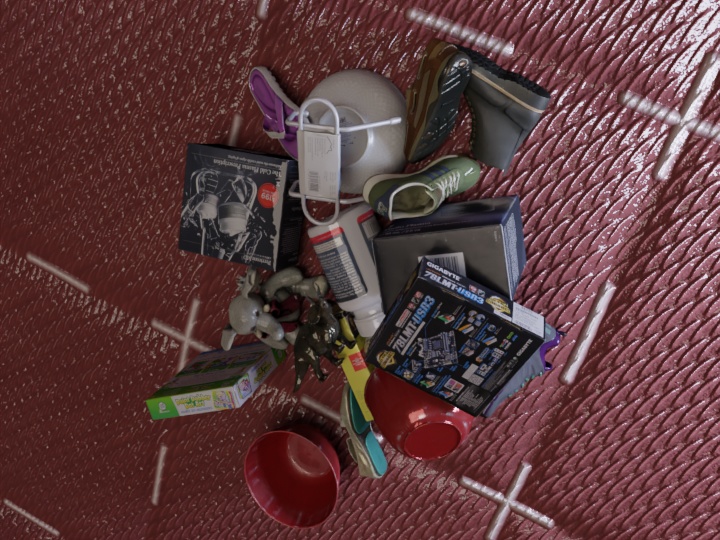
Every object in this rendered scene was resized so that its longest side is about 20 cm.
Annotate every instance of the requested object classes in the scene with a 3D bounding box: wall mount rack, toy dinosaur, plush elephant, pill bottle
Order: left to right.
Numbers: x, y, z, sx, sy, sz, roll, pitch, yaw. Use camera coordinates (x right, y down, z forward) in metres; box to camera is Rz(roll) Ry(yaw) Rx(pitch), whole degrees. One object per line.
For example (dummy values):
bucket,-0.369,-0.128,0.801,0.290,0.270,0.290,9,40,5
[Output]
plush elephant,-0.167,0.074,1.217,0.195,0.155,0.169,24,113,11
toy dinosaur,-0.072,0.122,1.174,0.102,0.076,0.203,42,125,18
wall mount rack,-0.028,-0.170,1.042,0.168,0.075,0.205,8,122,11
pill bottle,0.000,0.000,1.152,0.117,0.119,0.205,-19,99,24

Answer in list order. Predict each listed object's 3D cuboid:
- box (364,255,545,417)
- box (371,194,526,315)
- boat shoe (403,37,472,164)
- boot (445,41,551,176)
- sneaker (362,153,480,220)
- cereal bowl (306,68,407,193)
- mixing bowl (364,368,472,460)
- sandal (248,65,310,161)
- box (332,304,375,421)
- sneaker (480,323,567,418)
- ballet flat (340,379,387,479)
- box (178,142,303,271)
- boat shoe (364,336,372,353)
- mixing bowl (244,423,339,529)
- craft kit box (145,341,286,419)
box,0.129,0.100,0.970,0.194,0.050,0.202,26,132,-3
box,0.141,-0.029,1.044,0.194,0.198,0.127,-5,105,21
boat shoe,0.104,-0.254,1.024,0.074,0.074,0.202,50,144,23
boot,0.170,-0.247,1.040,0.197,0.077,0.141,34,124,14
sneaker,0.106,-0.118,1.039,0.194,0.090,0.069,-14,124,-14
cereal bowl,-0.016,-0.221,1.110,0.194,0.083,0.207,7,110,19
mixing bowl,0.108,0.234,1.117,0.193,0.110,0.204,-4,131,-5
sandal,-0.142,-0.252,1.129,0.204,0.049,0.083,54,142,26
box,0.001,0.159,1.227,0.049,0.075,0.205,-19,98,24
sneaker,0.265,0.173,1.132,0.085,0.075,0.204,24,114,5
ballet flat,-0.008,0.301,1.280,0.061,0.067,0.206,-10,102,33
box,-0.201,-0.113,1.188,0.194,0.104,0.188,11,102,17
boat shoe,0.077,0.187,1.201,0.072,0.063,0.202,-31,105,24
mixing bowl,-0.115,0.375,1.318,0.194,0.108,0.207,6,109,18
craft kit box,-0.263,0.199,1.271,0.195,0.197,0.050,-12,102,24
